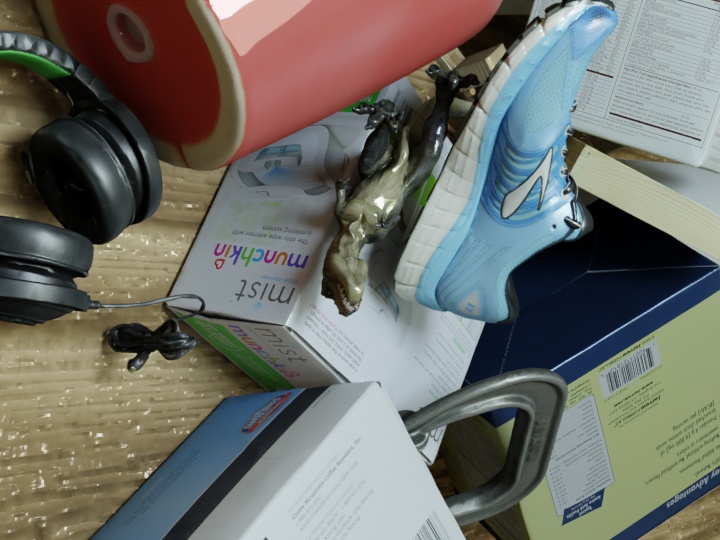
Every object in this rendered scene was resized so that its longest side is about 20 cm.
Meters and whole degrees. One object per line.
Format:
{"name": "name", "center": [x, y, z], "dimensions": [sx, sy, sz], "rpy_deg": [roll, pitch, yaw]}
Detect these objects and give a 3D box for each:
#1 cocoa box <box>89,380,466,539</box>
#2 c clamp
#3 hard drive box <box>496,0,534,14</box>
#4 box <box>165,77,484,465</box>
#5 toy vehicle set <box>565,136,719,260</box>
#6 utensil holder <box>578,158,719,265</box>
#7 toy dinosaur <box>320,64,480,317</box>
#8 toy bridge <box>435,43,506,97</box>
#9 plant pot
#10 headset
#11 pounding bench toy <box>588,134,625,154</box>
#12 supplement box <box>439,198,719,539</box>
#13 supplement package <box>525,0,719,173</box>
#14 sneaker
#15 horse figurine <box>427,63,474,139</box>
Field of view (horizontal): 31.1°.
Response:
{"name": "cocoa box", "center": [-0.058, 0.173, 0.707], "dimensions": [0.200, 0.131, 0.134], "rpy_deg": [-46, 115, -41]}
{"name": "c clamp", "center": [0.048, 0.131, 0.814], "dimensions": [0.170, 0.027, 0.200], "rpy_deg": [-9, 142, -16]}
{"name": "hard drive box", "center": [0.114, -0.310, 0.935], "dimensions": [0.200, 0.077, 0.156], "rpy_deg": [-62, 141, -27]}
{"name": "box", "center": [0.000, 0.000, 0.812], "dimensions": [0.200, 0.096, 0.177], "rpy_deg": [47, 59, -49]}
{"name": "toy vehicle set", "center": [0.192, -0.060, 0.928], "dimensions": [0.027, 0.124, 0.200], "rpy_deg": [-62, -176, 10]}
{"name": "utensil holder", "center": [0.263, -0.010, 1.108], "dimensions": [0.170, 0.199, 0.171], "rpy_deg": [-16, 109, -53]}
{"name": "toy dinosaur", "center": [0.024, -0.065, 0.707], "dimensions": [0.200, 0.047, 0.088], "rpy_deg": [-55, 166, -39]}
{"name": "toy bridge", "center": [0.026, -0.199, 0.828], "dimensions": [0.027, 0.067, 0.200], "rpy_deg": [-45, 113, -43]}
{"name": "plant pot", "center": [-0.052, -0.155, 0.641], "dimensions": [0.177, 0.200, 0.201], "rpy_deg": [-42, 130, -31]}
{"name": "headset", "center": [-0.152, -0.023, 0.627], "dimensions": [0.200, 0.094, 0.124], "rpy_deg": [48, 61, -31]}
{"name": "pounding bench toy", "center": [0.256, -0.214, 1.117], "dimensions": [0.156, 0.124, 0.201], "rpy_deg": [-10, 80, -56]}
{"name": "supplement box", "center": [0.163, 0.092, 0.970], "dimensions": [0.200, 0.134, 0.200], "rpy_deg": [-29, 126, -14]}
{"name": "supplement package", "center": [0.217, -0.187, 0.933], "dimensions": [0.191, 0.147, 0.201], "rpy_deg": [-10, 118, -70]}
{"name": "sneaker", "center": [0.096, -0.058, 0.720], "dimensions": [0.201, 0.090, 0.078], "rpy_deg": [-65, 176, 22]}
{"name": "horse figurine", "center": [0.101, -0.066, 0.916], "dimensions": [0.050, 0.133, 0.200], "rpy_deg": [-44, 157, 0]}
